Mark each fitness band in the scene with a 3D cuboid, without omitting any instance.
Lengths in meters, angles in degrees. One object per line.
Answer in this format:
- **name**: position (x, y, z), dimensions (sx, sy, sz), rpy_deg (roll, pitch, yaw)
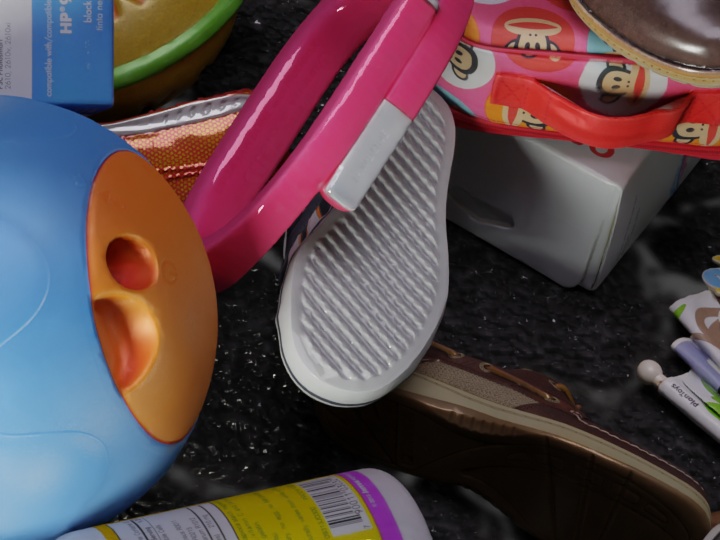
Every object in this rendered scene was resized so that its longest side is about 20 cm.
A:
- **fitness band**: position (-0.021, -0.075, 1.084), dimensions (0.037, 0.143, 0.200), rpy_deg (40, 71, -20)

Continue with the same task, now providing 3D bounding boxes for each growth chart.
- **growth chart**: position (0.234, 0.039, 1.198), dimensions (0.145, 0.018, 0.200), rpy_deg (35, 49, 21)

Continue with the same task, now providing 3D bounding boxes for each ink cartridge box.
- **ink cartridge box**: position (0.119, -0.101, 1.258), dimensions (0.144, 0.085, 0.200), rpy_deg (29, 49, 16)
- **ink cartridge box**: position (-0.223, -0.108, 1.078), dimensions (0.199, 0.116, 0.068), rpy_deg (0, 91, -15)

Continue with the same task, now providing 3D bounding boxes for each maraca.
- **maraca**: position (-0.117, -0.151, 1.230), dimensions (0.137, 0.107, 0.200), rpy_deg (26, 54, 38)

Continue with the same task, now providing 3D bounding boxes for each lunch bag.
- **lunch bag**: position (0.128, -0.129, 1.170), dimensions (0.199, 0.082, 0.177), rpy_deg (7, 48, -6)

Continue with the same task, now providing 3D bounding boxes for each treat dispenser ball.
- **treat dispenser ball**: position (-0.162, 0.024, 0.997), dimensions (0.200, 0.201, 0.201), rpy_deg (6, 46, -6)

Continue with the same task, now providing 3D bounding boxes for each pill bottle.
- **pill bottle**: position (-0.070, 0.152, 0.964), dimensions (0.199, 0.104, 0.104), rpy_deg (-10, 50, -20)

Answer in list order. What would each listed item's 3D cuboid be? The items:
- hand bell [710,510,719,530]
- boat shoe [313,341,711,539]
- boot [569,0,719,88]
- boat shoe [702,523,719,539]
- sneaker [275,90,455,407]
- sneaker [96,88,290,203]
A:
- **hand bell**: position (0.254, 0.133, 1.080), dimensions (0.199, 0.104, 0.104), rpy_deg (6, 45, 9)
- **boat shoe**: position (0.079, 0.075, 1.094), dimensions (0.199, 0.072, 0.072), rpy_deg (19, 44, 17)
- **boot**: position (0.134, -0.201, 1.074), dimensions (0.072, 0.167, 0.200), rpy_deg (-22, 60, -24)
- **boat shoe**: position (0.158, 0.182, 0.991), dimensions (0.057, 0.067, 0.200), rpy_deg (4, 31, 25)
- **sneaker**: position (0.000, 0.000, 1.097), dimensions (0.078, 0.079, 0.200), rpy_deg (24, 47, -7)
- **sneaker**: position (-0.131, -0.039, 1.155), dimensions (0.199, 0.073, 0.077), rpy_deg (-12, 92, -5)
